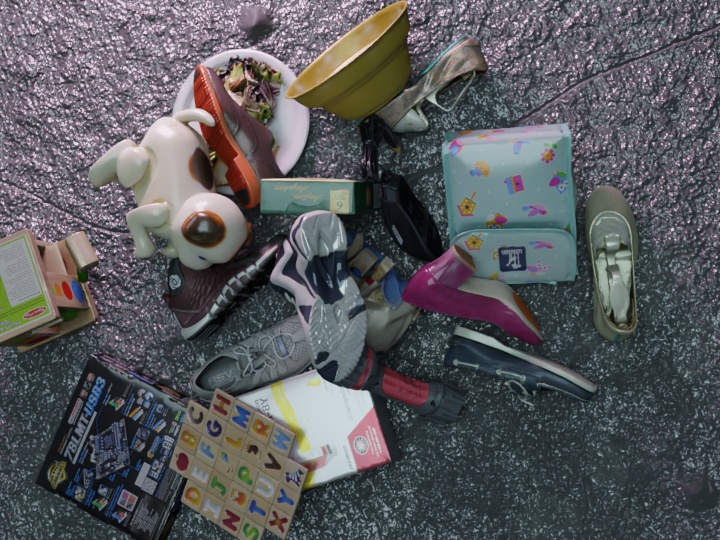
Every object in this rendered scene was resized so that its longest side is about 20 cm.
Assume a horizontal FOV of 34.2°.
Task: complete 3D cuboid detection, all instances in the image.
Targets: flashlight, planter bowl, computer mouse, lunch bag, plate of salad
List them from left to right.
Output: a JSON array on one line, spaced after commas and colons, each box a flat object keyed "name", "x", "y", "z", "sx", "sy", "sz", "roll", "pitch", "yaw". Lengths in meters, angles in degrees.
[{"name": "plate of salad", "x": -0.168, "y": -0.205, "z": 1.603, "sx": 0.198, "sy": 0.048, "sz": 0.203, "roll": -1, "pitch": 87, "yaw": 12}, {"name": "planter bowl", "x": 0.004, "y": -0.255, "z": 1.522, "sx": 0.200, "sy": 0.201, "sz": 0.084, "roll": -36, "pitch": 108, "yaw": 7}, {"name": "computer mouse", "x": 0.043, "y": -0.104, "z": 1.522, "sx": 0.046, "sy": 0.200, "sz": 0.141, "roll": -21, "pitch": 41, "yaw": 22}, {"name": "flashlight", "x": 0.045, "y": 0.139, "z": 1.472, "sx": 0.199, "sy": 0.068, "sz": 0.068, "roll": 24, "pitch": 105, "yaw": -28}, {"name": "lunch bag", "x": 0.191, "y": -0.078, "z": 1.490, "sx": 0.168, "sy": 0.122, "sz": 0.202, "roll": -2, "pitch": 103, "yaw": 7}]

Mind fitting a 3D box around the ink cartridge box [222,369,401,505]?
[{"name": "ink cartridge box", "x": -0.064, "y": 0.210, "z": 1.541, "sx": 0.198, "sy": 0.083, "sz": 0.147, "roll": -19, "pitch": 83, "yaw": 10}]

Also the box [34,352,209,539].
[{"name": "box", "x": -0.321, "y": 0.246, "z": 1.608, "sx": 0.197, "sy": 0.050, "sz": 0.202, "roll": 25, "pitch": 92, "yaw": 12}]

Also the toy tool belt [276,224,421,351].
[{"name": "toy tool belt", "x": 0.000, "y": 0.000, "z": 1.515, "sx": 0.200, "sy": 0.125, "sz": 0.123, "roll": 42, "pitch": 107, "yaw": 4}]

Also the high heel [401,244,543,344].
[{"name": "high heel", "x": 0.146, "y": 0.054, "z": 1.487, "sx": 0.096, "sy": 0.199, "sz": 0.068, "roll": -40, "pitch": 36, "yaw": 19}]

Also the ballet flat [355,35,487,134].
[{"name": "ballet flat", "x": 0.085, "y": -0.226, "z": 1.546, "sx": 0.199, "sy": 0.068, "sz": 0.067, "roll": -38, "pitch": 88, "yaw": 9}]

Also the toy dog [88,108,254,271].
[{"name": "toy dog", "x": -0.224, "y": -0.090, "z": 1.536, "sx": 0.194, "sy": 0.139, "sz": 0.201, "roll": -41, "pitch": 68, "yaw": 10}]

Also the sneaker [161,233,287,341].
[{"name": "sneaker", "x": -0.194, "y": -0.006, "z": 1.585, "sx": 0.200, "sy": 0.076, "sz": 0.116, "roll": -42, "pitch": 77, "yaw": 7}]

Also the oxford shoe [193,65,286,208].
[{"name": "oxford shoe", "x": -0.162, "y": -0.184, "z": 1.557, "sx": 0.072, "sy": 0.071, "sz": 0.202, "roll": -23, "pitch": 88, "yaw": -27}]

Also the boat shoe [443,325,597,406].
[{"name": "boat shoe", "x": 0.202, "y": 0.132, "z": 1.497, "sx": 0.198, "sy": 0.075, "sz": 0.062, "roll": 21, "pitch": 89, "yaw": 13}]

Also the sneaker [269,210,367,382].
[{"name": "sneaker", "x": -0.056, "y": 0.034, "z": 1.417, "sx": 0.079, "sy": 0.129, "sz": 0.201, "roll": -15, "pitch": 91, "yaw": -21}]

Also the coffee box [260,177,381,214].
[{"name": "coffee box", "x": -0.046, "y": -0.096, "z": 1.494, "sx": 0.121, "sy": 0.200, "sz": 0.045, "roll": 2, "pitch": 95, "yaw": 12}]

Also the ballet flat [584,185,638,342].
[{"name": "ballet flat", "x": 0.323, "y": -0.011, "z": 1.486, "sx": 0.069, "sy": 0.069, "sz": 0.203, "roll": -6, "pitch": 85, "yaw": 11}]

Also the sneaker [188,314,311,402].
[{"name": "sneaker", "x": -0.138, "y": 0.124, "z": 1.561, "sx": 0.199, "sy": 0.082, "sz": 0.075, "roll": -31, "pitch": 82, "yaw": 8}]

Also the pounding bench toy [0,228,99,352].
[{"name": "pounding bench toy", "x": -0.419, "y": 0.018, "z": 1.585, "sx": 0.198, "sy": 0.156, "sz": 0.125, "roll": -23, "pitch": 82, "yaw": 9}]

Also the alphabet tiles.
[{"name": "alphabet tiles", "x": -0.160, "y": 0.256, "z": 1.515, "sx": 0.199, "sy": 0.006, "sz": 0.168, "roll": 26, "pitch": 105, "yaw": 26}]
